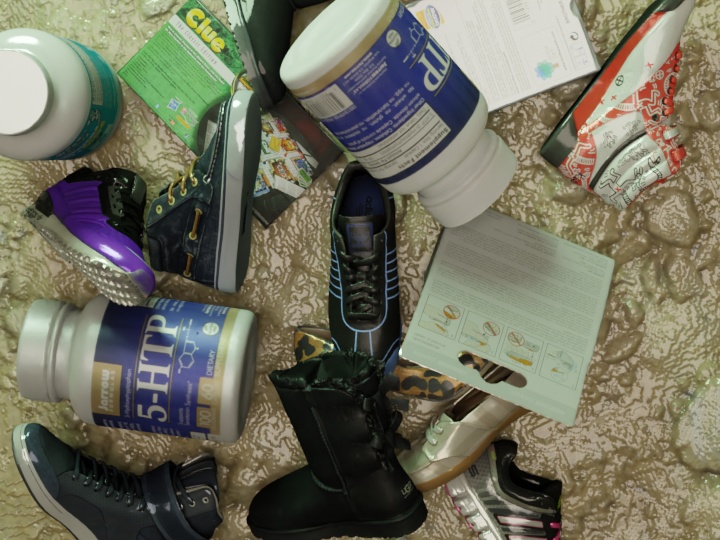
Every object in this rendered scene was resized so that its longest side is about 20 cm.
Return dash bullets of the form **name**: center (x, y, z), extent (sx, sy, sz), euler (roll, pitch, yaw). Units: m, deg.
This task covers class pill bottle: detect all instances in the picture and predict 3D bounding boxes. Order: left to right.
- **pill bottle**: center (-0.279, -0.151, 1.255), extent (0.110, 0.200, 0.112), euler (0, 95, 3)
- **pill bottle**: center (-0.200, 0.084, 1.303), extent (0.199, 0.120, 0.121), euler (7, 95, 2)
- **pill bottle**: center (0.038, -0.136, 1.234), extent (0.120, 0.120, 0.200), euler (-43, 112, 5)

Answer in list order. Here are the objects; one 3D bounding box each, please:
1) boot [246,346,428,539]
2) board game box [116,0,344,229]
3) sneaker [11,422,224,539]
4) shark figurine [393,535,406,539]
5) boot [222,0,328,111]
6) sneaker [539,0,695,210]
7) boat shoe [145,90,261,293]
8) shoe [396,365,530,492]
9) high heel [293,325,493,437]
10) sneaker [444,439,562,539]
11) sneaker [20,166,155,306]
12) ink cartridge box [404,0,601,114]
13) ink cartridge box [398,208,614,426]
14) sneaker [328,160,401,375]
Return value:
- **boot**: center (-0.039, 0.158, 1.287), extent (0.197, 0.073, 0.163), euler (-7, 113, 33)
- **board game box**: center (-0.119, -0.146, 1.336), extent (0.105, 0.023, 0.200), euler (-43, 91, 6)
- **sneaker**: center (-0.211, 0.189, 1.318), extent (0.146, 0.077, 0.203), euler (-28, 120, 10)
- **shark figurine**: center (-0.050, 0.329, 1.334), extent (0.089, 0.214, 0.129), euler (30, 132, 37)
- **boot**: center (-0.021, -0.249, 1.291), extent (0.199, 0.066, 0.166), euler (-17, 82, 0)
- **sneaker**: center (0.262, -0.152, 1.296), extent (0.108, 0.067, 0.202), euler (37, 99, -1)
- **boat shoe**: center (-0.143, -0.072, 1.291), extent (0.090, 0.071, 0.201), euler (12, 121, 5)
- **shoe**: center (0.102, 0.131, 1.322), extent (0.199, 0.070, 0.054), euler (-35, 111, -4)
- **high heel**: center (0.041, 0.060, 1.321), extent (0.200, 0.071, 0.143), euler (-41, 93, 10)
- **sneaker**: center (0.162, 0.237, 1.326), extent (0.087, 0.074, 0.200), euler (-39, 87, 11)
- **sneaker**: center (-0.223, -0.045, 1.282), extent (0.100, 0.200, 0.070), euler (-44, 131, -13)
- **ink cartridge box**: center (0.103, -0.201, 1.310), extent (0.199, 0.042, 0.120), euler (-21, 94, 5)
- **ink cartridge box**: center (0.128, 0.042, 1.265), extent (0.161, 0.050, 0.201), euler (22, 51, 1)
- **sneaker**: center (0.000, 0.000, 1.287), extent (0.070, 0.078, 0.201), euler (-4, 75, 8)
